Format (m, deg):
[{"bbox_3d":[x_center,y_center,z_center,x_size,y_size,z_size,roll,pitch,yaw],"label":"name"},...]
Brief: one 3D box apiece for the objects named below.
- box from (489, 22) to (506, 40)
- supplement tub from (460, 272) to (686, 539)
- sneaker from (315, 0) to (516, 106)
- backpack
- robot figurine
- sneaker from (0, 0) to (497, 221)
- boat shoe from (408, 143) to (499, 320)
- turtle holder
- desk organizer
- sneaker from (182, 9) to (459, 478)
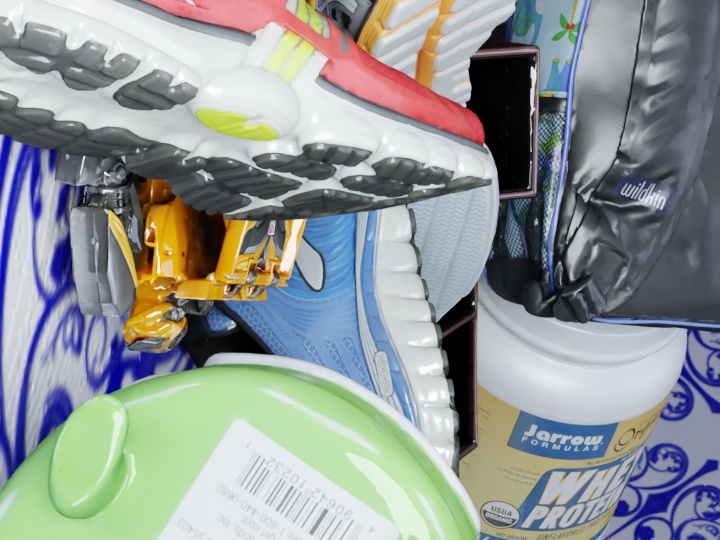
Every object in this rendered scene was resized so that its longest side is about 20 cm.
[{"bbox_3d":[0.078,-0.102,1.344,0.100,0.075,0.201,-74,167,-47],"label":"box"},{"bbox_3d":[0.097,0.060,1.209,0.145,0.144,0.201,-74,-179,-47],"label":"supplement tub"},{"bbox_3d":[0.010,-0.108,0.834,0.077,0.078,0.200,58,-25,14],"label":"sneaker"},{"bbox_3d":[0.147,-0.076,1.061,0.147,0.182,0.201,-164,-100,-65],"label":"backpack"},{"bbox_3d":[-0.046,-0.074,0.655,0.145,0.058,0.201,2,93,-78],"label":"robot figurine"},{"bbox_3d":[-0.028,-0.066,0.562,0.200,0.077,0.085,22,65,-52],"label":"sneaker"},{"bbox_3d":[0.000,0.000,0.909,0.067,0.073,0.200,-96,-156,-43],"label":"boat shoe"},{"bbox_3d":[-0.035,0.114,0.583,0.132,0.140,0.187,-22,116,-81],"label":"turtle holder"},{"bbox_3d":[0.032,-0.007,0.990,0.077,0.071,0.201,17,-70,54],"label":"desk organizer"},{"bbox_3d":[-0.024,-0.006,0.773,0.079,0.089,0.201,88,-10,-64],"label":"sneaker"}]
